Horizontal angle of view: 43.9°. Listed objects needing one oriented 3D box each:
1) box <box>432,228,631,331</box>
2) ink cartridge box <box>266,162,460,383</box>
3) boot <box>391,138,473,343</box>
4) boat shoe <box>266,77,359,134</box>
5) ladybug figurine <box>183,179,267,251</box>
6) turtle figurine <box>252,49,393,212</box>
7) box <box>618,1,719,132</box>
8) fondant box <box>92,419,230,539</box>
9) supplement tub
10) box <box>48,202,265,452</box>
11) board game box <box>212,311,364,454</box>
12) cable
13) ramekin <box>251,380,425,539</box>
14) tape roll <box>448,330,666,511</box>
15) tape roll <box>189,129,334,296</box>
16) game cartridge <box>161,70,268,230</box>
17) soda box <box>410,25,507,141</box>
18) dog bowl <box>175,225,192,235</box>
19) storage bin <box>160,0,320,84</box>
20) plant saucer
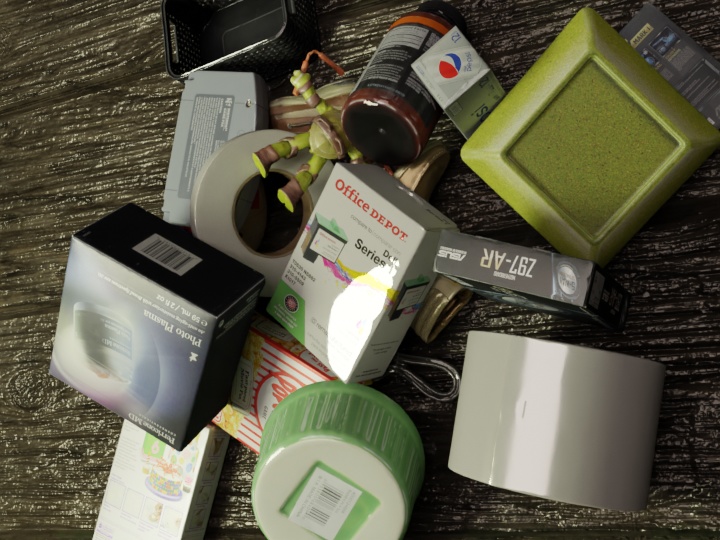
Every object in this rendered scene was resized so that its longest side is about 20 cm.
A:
[{"bbox_3d":[0.182,0.013,0.922,0.157,0.199,0.045,14,86,27],"label":"box"},{"bbox_3d":[0.000,0.000,1.015,0.144,0.083,0.203,38,111,28],"label":"ink cartridge box"},{"bbox_3d":[0.082,-0.035,1.053,0.155,0.072,0.202,39,101,28],"label":"boot"},{"bbox_3d":[-0.071,-0.186,1.160,0.196,0.075,0.076,-15,78,25],"label":"boat shoe"},{"bbox_3d":[-0.200,-0.104,1.212,0.135,0.072,0.203,-34,68,18],"label":"ladybug figurine"},{"bbox_3d":[-0.039,-0.145,1.069,0.161,0.202,0.064,-40,19,-13],"label":"turtle figurine"},{"bbox_3d":[0.299,-0.163,0.975,0.200,0.051,0.158,-47,65,13],"label":"box"},{"bbox_3d":[-0.264,0.286,1.187,0.142,0.058,0.205,14,89,28],"label":"fondant box"},{"bbox_3d":[0.060,-0.226,1.049,0.105,0.108,0.202,10,55,28],"label":"supplement tub"},{"bbox_3d":[-0.241,0.066,1.050,0.197,0.123,0.201,27,120,11],"label":"box"},{"bbox_3d":[-0.098,0.157,1.102,0.198,0.046,0.155,27,115,29],"label":"board game box"},{"bbox_3d":[0.034,0.110,1.081,0.195,0.050,0.100,2,76,18],"label":"cable"},{"bbox_3d":[-0.027,0.236,0.996,0.195,0.098,0.205,3,111,8],"label":"ramekin"},{"bbox_3d":[0.194,0.145,0.893,0.199,0.202,0.143,8,84,28],"label":"tape roll"},{"bbox_3d":[-0.111,-0.070,1.103,0.037,0.199,0.207,17,88,66],"label":"tape roll"},{"bbox_3d":[-0.183,-0.153,1.150,0.131,0.040,0.205,8,87,32],"label":"game cartridge"},{"bbox_3d":[0.127,-0.183,0.983,0.063,0.199,0.069,-39,66,11],"label":"soda box"},{"bbox_3d":[-0.280,0.040,1.190,0.196,0.078,0.205,7,105,27],"label":"dog bowl"},{"bbox_3d":[-0.165,-0.334,1.223,0.196,0.093,0.139,-15,75,25],"label":"storage bin"},{"bbox_3d":[0.234,-0.125,0.909,0.199,0.048,0.200,42,104,-2],"label":"plant saucer"}]
